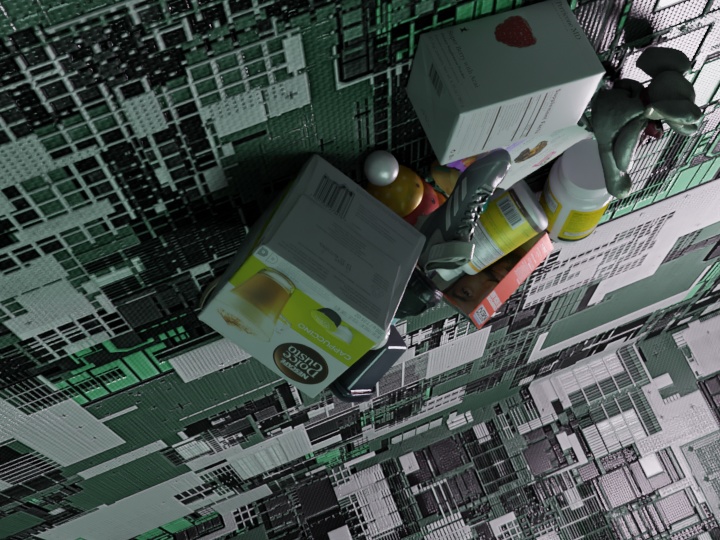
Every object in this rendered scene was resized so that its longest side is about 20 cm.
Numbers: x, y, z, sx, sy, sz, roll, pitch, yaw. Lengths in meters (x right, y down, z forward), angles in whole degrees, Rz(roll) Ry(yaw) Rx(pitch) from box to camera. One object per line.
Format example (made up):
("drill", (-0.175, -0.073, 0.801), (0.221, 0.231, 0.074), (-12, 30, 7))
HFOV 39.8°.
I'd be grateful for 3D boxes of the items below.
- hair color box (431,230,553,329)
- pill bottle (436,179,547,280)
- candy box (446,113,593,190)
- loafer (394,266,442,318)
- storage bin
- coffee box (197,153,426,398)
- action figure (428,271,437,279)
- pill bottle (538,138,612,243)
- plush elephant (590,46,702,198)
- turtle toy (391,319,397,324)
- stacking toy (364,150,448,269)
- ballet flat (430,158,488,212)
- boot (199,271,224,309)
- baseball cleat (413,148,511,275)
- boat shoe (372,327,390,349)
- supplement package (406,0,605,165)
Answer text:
("hair color box", (0.231, -0.009, 1.754), (0.200, 0.111, 0.064), (-47, 143, -5))
("pill bottle", (0.209, -0.068, 1.681), (0.199, 0.110, 0.109), (-33, 158, 17))
("candy box", (0.219, -0.203, 1.424), (0.167, 0.072, 0.199), (-33, 157, 24))
("loafer", (0.069, 0.039, 1.420), (0.070, 0.068, 0.201), (-46, -178, -6))
("storage bin", (-0.007, 0.122, 1.833), (0.134, 0.201, 0.145), (-43, 154, 23))
("coffee box", (-0.065, 0.010, 1.347), (0.198, 0.199, 0.201), (-43, -164, 43))
("action figure", (0.139, -0.015, 1.818), (0.129, 0.070, 0.200), (-19, 146, 8))
("pill bottle", (0.371, -0.135, 1.700), (0.113, 0.115, 0.200), (-20, 160, -8))
("plush elephant", (0.420, -0.231, 1.441), (0.153, 0.166, 0.200), (-5, 143, 26))
("turtle toy", (0.015, 0.037, 1.708), (0.144, 0.102, 0.200), (-6, -157, 4))
("stacking toy", (0.054, -0.103, 1.450), (0.145, 0.147, 0.200), (-25, 145, 6))
("ballet flat", (0.155, -0.137, 1.547), (0.062, 0.069, 0.200), (13, 172, 20))
("boot", (-0.163, 0.065, 1.557), (0.199, 0.152, 0.073), (-34, 158, 26))
("baseball cleat", (0.150, -0.073, 1.376), (0.069, 0.107, 0.200), (14, 128, -45))
("boat shoe", (0.016, 0.084, 1.483), (0.071, 0.069, 0.200), (-47, -169, 1))
("supplement package", (0.175, -0.234, 1.223), (0.198, 0.122, 0.120), (-18, 159, -15))
